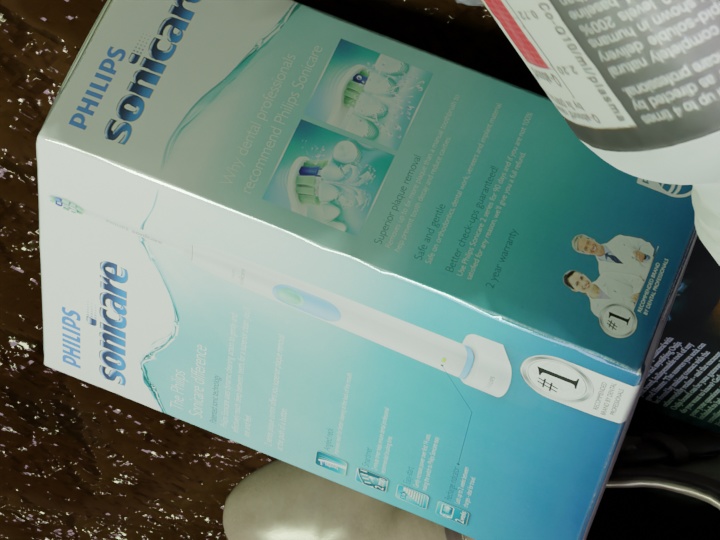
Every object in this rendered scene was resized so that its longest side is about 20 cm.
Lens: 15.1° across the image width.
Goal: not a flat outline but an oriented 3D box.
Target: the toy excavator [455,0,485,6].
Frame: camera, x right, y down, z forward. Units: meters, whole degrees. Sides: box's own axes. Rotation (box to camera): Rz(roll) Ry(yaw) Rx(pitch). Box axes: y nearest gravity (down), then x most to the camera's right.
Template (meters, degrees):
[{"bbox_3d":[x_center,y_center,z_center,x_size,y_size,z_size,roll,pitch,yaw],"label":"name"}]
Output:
[{"bbox_3d":[0.131,-0.115,0.679,0.199,0.100,0.194,-27,133,36],"label":"toy excavator"}]

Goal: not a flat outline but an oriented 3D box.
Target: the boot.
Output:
[{"bbox_3d":[0.046,0.090,1.000,0.198,0.071,0.146,-6,-179,-1],"label":"boot"}]

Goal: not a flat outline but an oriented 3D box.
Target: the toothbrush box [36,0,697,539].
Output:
[{"bbox_3d":[0.000,0.000,0.881,0.199,0.086,0.147,20,150,7],"label":"toothbrush box"}]

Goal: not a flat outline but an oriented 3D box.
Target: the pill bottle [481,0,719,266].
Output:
[{"bbox_3d":[0.070,-0.092,0.574,0.116,0.117,0.200,-18,119,41],"label":"pill bottle"}]

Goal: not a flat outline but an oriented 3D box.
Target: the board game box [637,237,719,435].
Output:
[{"bbox_3d":[0.149,0.001,0.910,0.134,0.028,0.200,20,149,-11],"label":"board game box"}]
